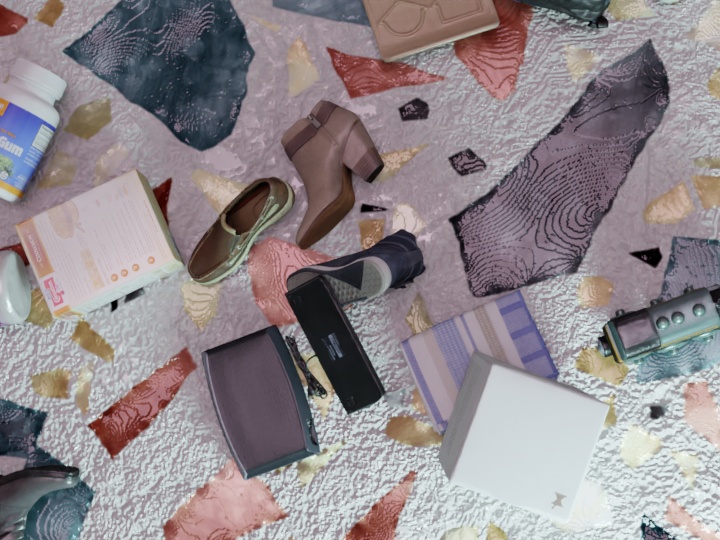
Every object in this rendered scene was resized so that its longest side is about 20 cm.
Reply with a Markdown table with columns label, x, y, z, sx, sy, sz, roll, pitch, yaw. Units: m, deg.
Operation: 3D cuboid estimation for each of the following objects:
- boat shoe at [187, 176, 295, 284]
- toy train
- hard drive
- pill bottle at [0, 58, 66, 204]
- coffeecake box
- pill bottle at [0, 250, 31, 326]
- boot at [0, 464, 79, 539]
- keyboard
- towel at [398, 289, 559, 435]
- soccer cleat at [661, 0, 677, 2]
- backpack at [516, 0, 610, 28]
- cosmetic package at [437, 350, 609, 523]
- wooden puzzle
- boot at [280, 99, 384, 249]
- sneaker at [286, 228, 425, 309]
| label | x | y | z | sx | sy | sz | roll | pitch | yaw |
| --- | --- | --- | --- | --- | --- | --- | --- | --- | --- |
| boat shoe | -0.188 | -0.063 | 1.728 | 0.202 | 0.075 | 0.075 | -47 | 70 | 9 |
| toy train | 0.431 | 0.075 | 1.658 | 0.200 | 0.114 | 0.085 | -19 | 81 | 2 |
| hard drive | -0.149 | 0.191 | 1.720 | 0.135 | 0.042 | 0.200 | -20 | 81 | 4 |
| pill bottle | -0.521 | -0.211 | 1.773 | 0.112 | 0.112 | 0.200 | 24 | 85 | 7 |
| coffeecake box | -0.385 | -0.036 | 1.756 | 0.200 | 0.073 | 0.154 | -25 | 81 | 0 |
| pill bottle | -0.598 | 0.037 | 1.742 | 0.200 | 0.112 | 0.113 | -8 | 81 | 4 |
| boot | -0.493 | 0.355 | 1.718 | 0.200 | 0.070 | 0.132 | -10 | 84 | 14 |
| keyboard | -0.050 | 0.115 | 1.703 | 0.127 | 0.021 | 0.200 | -27 | 90 | 33 |
| towel | 0.170 | 0.132 | 1.715 | 0.200 | 0.024 | 0.147 | -25 | 81 | 0 |
| soccer cleat | 0.513 | -0.478 | 1.751 | 0.200 | 0.078 | 0.069 | -42 | 81 | -2 |
| backpack | 0.303 | -0.481 | 1.730 | 0.200 | 0.154 | 0.191 | 21 | 63 | 6 |
| cosmetic package | 0.212 | 0.218 | 1.594 | 0.167 | 0.200 | 0.167 | 20 | 90 | -2 |
| wooden puzzle | 0.095 | -0.423 | 1.794 | 0.185 | 0.046 | 0.200 | -18 | 76 | 1 |
| boot | -0.065 | -0.149 | 1.759 | 0.200 | 0.070 | 0.146 | -46 | 73 | 0 |
| sneaker | 0.001 | 0.001 | 1.725 | 0.202 | 0.146 | 0.077 | -9 | 105 | 42 |
